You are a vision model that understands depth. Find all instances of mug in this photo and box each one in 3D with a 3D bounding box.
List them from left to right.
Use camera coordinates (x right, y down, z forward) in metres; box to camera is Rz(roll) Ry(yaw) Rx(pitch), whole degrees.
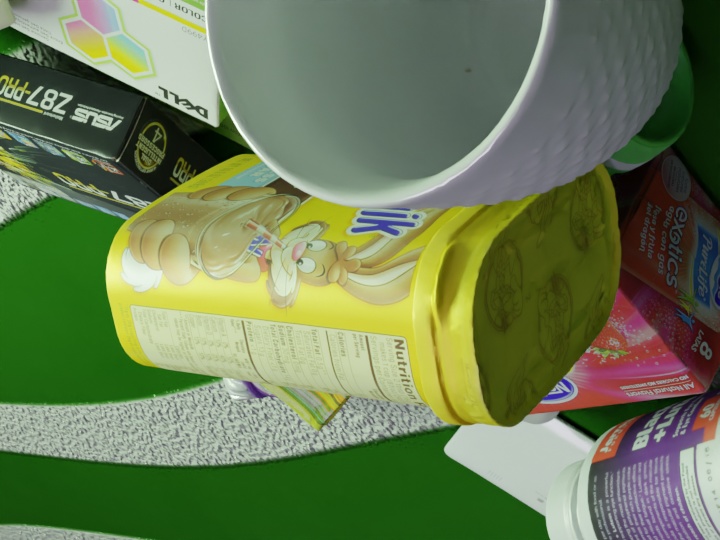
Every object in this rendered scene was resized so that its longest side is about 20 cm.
[{"bbox_3d":[0.053,-0.125,0.553,0.146,0.175,0.203,16,101,31],"label":"mug"}]

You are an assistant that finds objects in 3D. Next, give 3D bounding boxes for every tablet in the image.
[{"bbox_3d":[0.161,0.160,1.033,0.199,0.014,0.130,31,148,2],"label":"tablet"}]

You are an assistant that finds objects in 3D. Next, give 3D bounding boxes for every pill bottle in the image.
[{"bbox_3d":[0.202,0.137,0.871,0.111,0.112,0.200,40,148,-11],"label":"pill bottle"}]

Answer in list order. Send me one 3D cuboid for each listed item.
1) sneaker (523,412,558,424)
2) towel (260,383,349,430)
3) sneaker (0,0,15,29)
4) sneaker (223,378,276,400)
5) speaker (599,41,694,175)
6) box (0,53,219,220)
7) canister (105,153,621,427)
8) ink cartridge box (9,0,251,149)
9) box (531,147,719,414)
[{"bbox_3d":[0.040,0.051,0.940,0.199,0.073,0.072,29,147,4],"label":"sneaker"},{"bbox_3d":[-0.018,0.020,0.812,0.086,0.018,0.200,35,140,0],"label":"towel"},{"bbox_3d":[-0.267,-0.178,0.825,0.200,0.084,0.076,39,147,55],"label":"sneaker"},{"bbox_3d":[-0.063,0.046,1.000,0.087,0.081,0.200,12,165,15],"label":"sneaker"},{"bbox_3d":[0.070,-0.074,0.728,0.088,0.089,0.199,46,146,-21],"label":"speaker"},{"bbox_3d":[-0.185,-0.083,0.929,0.198,0.050,0.161,18,169,26],"label":"box"},{"bbox_3d":[0.000,0.000,0.662,0.198,0.148,0.088,5,116,33],"label":"canister"},{"bbox_3d":[-0.124,-0.135,0.826,0.147,0.076,0.201,26,147,12],"label":"ink cartridge box"},{"bbox_3d":[0.106,0.013,0.802,0.100,0.096,0.199,46,146,-22],"label":"box"}]
